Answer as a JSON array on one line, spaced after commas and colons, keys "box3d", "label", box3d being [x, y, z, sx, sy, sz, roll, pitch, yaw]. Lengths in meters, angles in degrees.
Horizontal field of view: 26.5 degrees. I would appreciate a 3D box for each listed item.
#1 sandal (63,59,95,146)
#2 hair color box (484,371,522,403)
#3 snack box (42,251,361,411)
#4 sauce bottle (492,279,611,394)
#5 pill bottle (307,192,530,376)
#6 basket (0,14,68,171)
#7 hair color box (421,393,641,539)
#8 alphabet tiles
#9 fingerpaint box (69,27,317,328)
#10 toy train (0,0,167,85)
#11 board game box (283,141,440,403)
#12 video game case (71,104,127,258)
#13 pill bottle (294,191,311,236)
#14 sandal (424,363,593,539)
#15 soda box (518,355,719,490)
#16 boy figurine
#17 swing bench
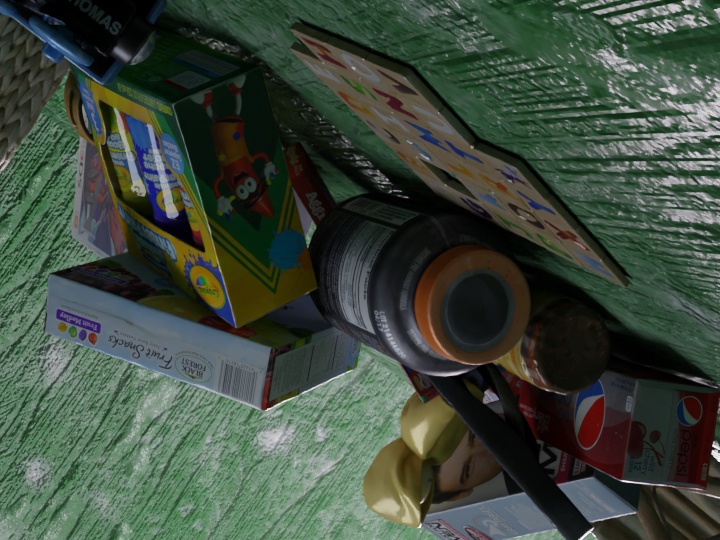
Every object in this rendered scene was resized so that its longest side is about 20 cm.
[{"box3d": [-0.215, -0.139, 1.251, 0.080, 0.054, 0.201, 24, -150, -56], "label": "sandal"}, {"box3d": [0.092, 0.071, 1.378, 0.199, 0.064, 0.111, 27, 172, 27], "label": "hair color box"}, {"box3d": [-0.114, 0.038, 1.142, 0.198, 0.054, 0.142, 17, -164, 25], "label": "snack box"}, {"box3d": [0.102, 0.036, 1.081, 0.066, 0.066, 0.200, 37, 174, -22], "label": "sauce bottle"}, {"box3d": [0.040, 0.010, 1.020, 0.106, 0.107, 0.200, 37, 175, -21], "label": "pill bottle"}, {"box3d": [-0.373, -0.190, 1.393, 0.160, 0.201, 0.198, 35, 176, -25], "label": "basket"}, {"box3d": [0.138, 0.157, 1.251, 0.060, 0.100, 0.199, 37, 141, -28], "label": "hair color box"}, {"box3d": [0.047, -0.067, 0.848, 0.167, 0.008, 0.200, 31, 173, 45], "label": "alphabet tiles"}, {"box3d": [-0.124, -0.073, 1.092, 0.200, 0.073, 0.169, 30, 139, 54], "label": "fingerpaint box"}, {"box3d": [-0.210, -0.195, 0.948, 0.199, 0.087, 0.114, 36, -179, -8], "label": "toy train"}, {"box3d": [0.000, 0.000, 1.169, 0.201, 0.019, 0.103, 59, -178, -18], "label": "board game box"}, {"box3d": [-0.218, -0.101, 1.374, 0.023, 0.185, 0.200, 2, -169, -27], "label": "video game case"}, {"box3d": [-0.119, -0.067, 1.323, 0.114, 0.115, 0.200, 37, 174, -25], "label": "pill bottle"}, {"box3d": [0.104, 0.110, 1.091, 0.200, 0.043, 0.076, 49, -179, 31], "label": "sandal"}, {"box3d": [0.173, 0.097, 1.064, 0.063, 0.071, 0.200, 8, -177, -14], "label": "soda box"}, {"box3d": [0.073, 0.112, 1.217, 0.064, 0.201, 0.124, 33, 172, 15], "label": "boy figurine"}, {"box3d": [0.306, 0.234, 1.236, 0.198, 0.130, 0.200, 38, 180, -32], "label": "swing bench"}]
